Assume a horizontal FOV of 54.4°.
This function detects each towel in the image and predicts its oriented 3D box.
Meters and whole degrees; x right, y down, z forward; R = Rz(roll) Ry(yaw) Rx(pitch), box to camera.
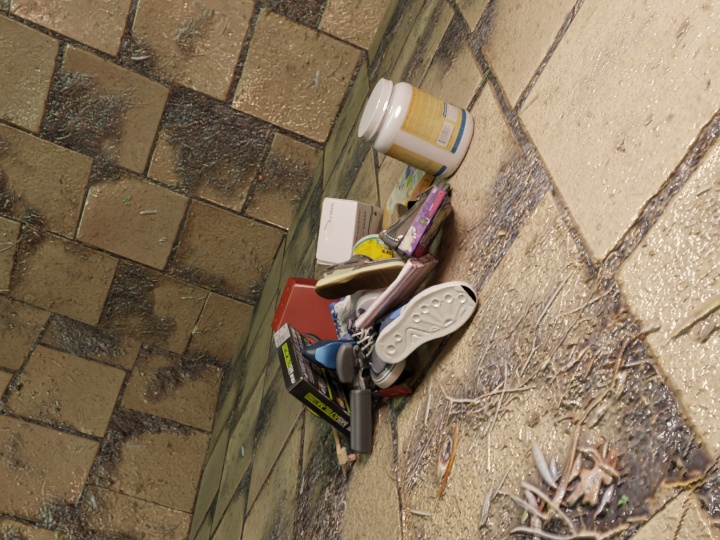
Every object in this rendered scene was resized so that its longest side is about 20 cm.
[{"bbox_3d":[0.065,0.033,1.224,0.147,0.030,0.200,-51,-12,15],"label":"towel"}]

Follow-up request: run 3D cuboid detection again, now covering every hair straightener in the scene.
[{"bbox_3d":[0.053,0.199,1.286,0.200,0.041,0.078,130,157,-66],"label":"hair straightener"}]

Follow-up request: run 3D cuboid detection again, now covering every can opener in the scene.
[{"bbox_3d":[-0.011,0.236,1.300,0.053,0.066,0.203,160,106,-72],"label":"can opener"}]

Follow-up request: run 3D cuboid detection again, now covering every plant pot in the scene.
[{"bbox_3d":[-0.117,0.114,1.764,0.200,0.175,0.202,-162,93,-77],"label":"plant pot"}]

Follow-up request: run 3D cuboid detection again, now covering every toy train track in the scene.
[{"bbox_3d":[-0.033,0.335,1.408,0.200,0.032,0.116,-118,15,-81],"label":"toy train track"}]

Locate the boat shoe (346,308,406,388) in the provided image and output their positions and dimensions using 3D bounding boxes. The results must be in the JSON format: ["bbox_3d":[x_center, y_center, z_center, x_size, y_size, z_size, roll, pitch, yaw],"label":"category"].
[{"bbox_3d":[0.019,0.133,1.235,0.075,0.093,0.200,-48,12,5],"label":"boat shoe"}]

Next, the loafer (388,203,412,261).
[{"bbox_3d":[0.088,-0.067,1.430,0.068,0.075,0.201,-54,19,29],"label":"loafer"}]

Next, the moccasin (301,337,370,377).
[{"bbox_3d":[-0.037,0.160,1.364,0.068,0.199,0.081,5,76,35],"label":"moccasin"}]

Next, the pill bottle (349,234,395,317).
[{"bbox_3d":[0.034,0.025,1.432,0.201,0.112,0.113,-88,23,-54],"label":"pill bottle"}]

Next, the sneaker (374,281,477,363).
[{"bbox_3d":[0.112,0.063,1.148,0.200,0.081,0.147,-39,6,25],"label":"sneaker"}]

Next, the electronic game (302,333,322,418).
[{"bbox_3d":[-0.104,0.245,1.619,0.199,0.041,0.202,22,118,49],"label":"electronic game"}]

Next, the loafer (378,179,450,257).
[{"bbox_3d":[0.105,-0.112,1.322,0.200,0.063,0.072,-53,-12,-35],"label":"loafer"}]

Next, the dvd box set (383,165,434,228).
[{"bbox_3d":[0.109,-0.180,1.601,0.147,0.029,0.201,-87,23,-52],"label":"dvd box set"}]

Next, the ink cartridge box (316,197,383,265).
[{"bbox_3d":[-0.020,-0.082,1.608,0.200,0.083,0.148,-2,-81,-71],"label":"ink cartridge box"}]

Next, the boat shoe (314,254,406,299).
[{"bbox_3d":[0.000,0.000,1.330,0.198,0.073,0.065,-13,55,25],"label":"boat shoe"}]

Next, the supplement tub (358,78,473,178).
[{"bbox_3d":[0.109,-0.284,1.394,0.145,0.198,0.146,-159,90,-76],"label":"supplement tub"}]

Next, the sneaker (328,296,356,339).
[{"bbox_3d":[-0.035,0.110,1.505,0.075,0.087,0.202,141,146,-60],"label":"sneaker"}]

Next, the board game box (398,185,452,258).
[{"bbox_3d":[0.119,-0.078,1.232,0.121,0.032,0.200,-56,-10,5],"label":"board game box"}]

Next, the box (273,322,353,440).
[{"bbox_3d":[-0.080,0.217,1.382,0.047,0.193,0.200,-40,30,8],"label":"box"}]
